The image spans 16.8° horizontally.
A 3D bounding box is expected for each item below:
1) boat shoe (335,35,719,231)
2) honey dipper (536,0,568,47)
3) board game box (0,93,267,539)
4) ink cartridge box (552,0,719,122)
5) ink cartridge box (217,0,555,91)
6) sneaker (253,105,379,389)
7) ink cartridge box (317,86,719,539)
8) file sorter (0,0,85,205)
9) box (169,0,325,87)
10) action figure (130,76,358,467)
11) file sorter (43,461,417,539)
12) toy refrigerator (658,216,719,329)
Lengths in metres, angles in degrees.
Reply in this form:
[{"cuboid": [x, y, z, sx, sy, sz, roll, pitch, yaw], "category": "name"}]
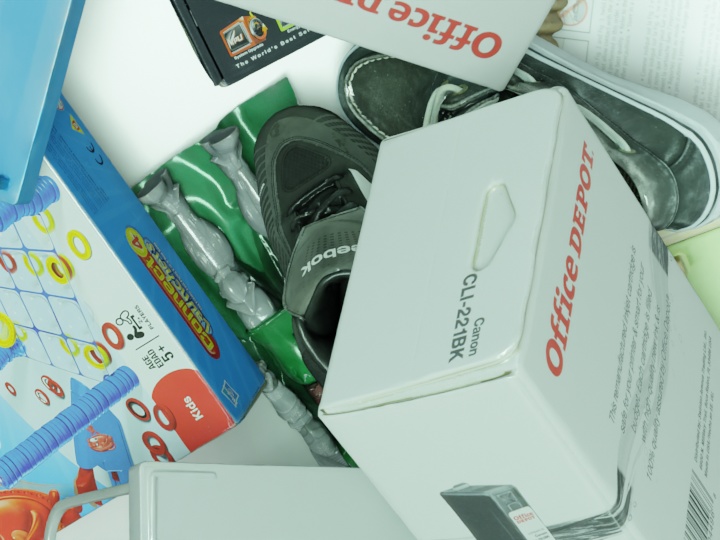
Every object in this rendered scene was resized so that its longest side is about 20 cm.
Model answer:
[{"cuboid": [0.058, -0.061, 1.010, 0.200, 0.071, 0.072, 17, 111, 38], "category": "boat shoe"}, {"cuboid": [0.056, -0.048, 1.083, 0.038, 0.038, 0.200, 11, 107, -4], "category": "honey dipper"}, {"cuboid": [-0.179, 0.025, 1.069, 0.196, 0.056, 0.200, -32, 100, 20], "category": "board game box"}, {"cuboid": [0.131, -0.067, 1.100, 0.200, 0.057, 0.163, 9, 102, 17], "category": "ink cartridge box"}, {"cuboid": [0.031, -0.183, 0.936, 0.146, 0.084, 0.200, 14, 117, -30], "category": "ink cartridge box"}, {"cuboid": [0.000, 0.000, 0.990, 0.066, 0.091, 0.200, -28, 59, 7], "category": "sneaker"}, {"cuboid": [0.076, 0.053, 0.918, 0.084, 0.144, 0.200, -14, 131, 27], "category": "ink cartridge box"}, {"cuboid": [-0.223, -0.119, 0.949, 0.200, 0.123, 0.139, 21, 103, 18], "category": "file sorter"}, {"cuboid": [-0.005, -0.187, 1.005, 0.200, 0.049, 0.161, -26, 128, -2], "category": "box"}, {"cuboid": [-0.022, 0.028, 1.104, 0.118, 0.055, 0.200, -36, 105, 3], "category": "action figure"}, {"cuboid": [-0.022, 0.158, 1.030, 0.200, 0.125, 0.139, 4, 78, -27], "category": "file sorter"}, {"cuboid": [0.114, 0.016, 1.045, 0.200, 0.070, 0.076, -20, 106, 12], "category": "toy refrigerator"}]
